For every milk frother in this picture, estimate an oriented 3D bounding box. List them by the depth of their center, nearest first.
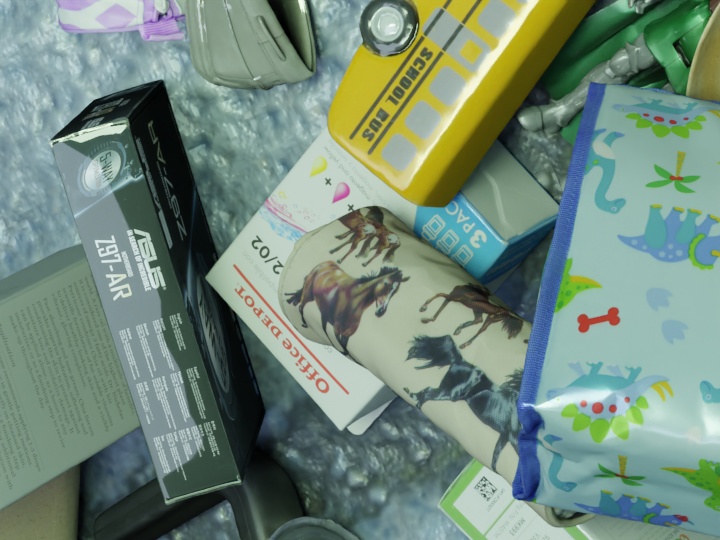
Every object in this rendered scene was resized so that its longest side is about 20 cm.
[{"bbox_3d":[-0.115,0.207,1.614,0.188,0.200,0.181,-29,87,36],"label":"milk frother"}]

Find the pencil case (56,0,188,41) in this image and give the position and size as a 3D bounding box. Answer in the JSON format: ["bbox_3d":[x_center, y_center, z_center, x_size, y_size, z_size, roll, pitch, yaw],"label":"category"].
[{"bbox_3d":[-0.132,-0.218,1.535,0.085,0.083,0.201,-149,49,-64],"label":"pencil case"}]

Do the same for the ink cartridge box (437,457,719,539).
[{"bbox_3d":[0.146,0.153,1.480,0.200,0.104,0.059,44,125,12],"label":"ink cartridge box"}]

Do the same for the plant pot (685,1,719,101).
[{"bbox_3d":[0.251,-0.071,1.348,0.199,0.027,0.201,5,110,14],"label":"plant pot"}]

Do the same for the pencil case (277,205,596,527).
[{"bbox_3d":[0.054,0.046,1.411,0.200,0.089,0.078,36,95,31],"label":"pencil case"}]

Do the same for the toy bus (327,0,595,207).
[{"bbox_3d":[0.063,-0.133,1.412,0.078,0.065,0.200,39,102,17],"label":"toy bus"}]

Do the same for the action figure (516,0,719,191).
[{"bbox_3d":[0.166,-0.110,1.405,0.200,0.055,0.118,-38,82,33],"label":"action figure"}]

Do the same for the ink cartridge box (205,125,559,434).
[{"bbox_3d":[0.000,0.000,1.541,0.115,0.068,0.200,47,126,10],"label":"ink cartridge box"}]

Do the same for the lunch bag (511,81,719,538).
[{"bbox_3d":[0.165,0.014,1.293,0.169,0.201,0.128,10,154,6],"label":"lunch bag"}]

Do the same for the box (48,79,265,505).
[{"bbox_3d":[-0.106,0.007,1.557,0.043,0.160,0.201,-16,99,6],"label":"box"}]

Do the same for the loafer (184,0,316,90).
[{"bbox_3d":[-0.059,-0.192,1.514,0.069,0.070,0.201,3,115,25],"label":"loafer"}]

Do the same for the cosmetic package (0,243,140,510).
[{"bbox_3d":[-0.182,0.057,1.599,0.071,0.200,0.102,-13,100,36],"label":"cosmetic package"}]

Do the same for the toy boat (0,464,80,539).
[{"bbox_3d":[-0.241,0.109,1.724,0.131,0.130,0.201,40,132,51],"label":"toy boat"}]
